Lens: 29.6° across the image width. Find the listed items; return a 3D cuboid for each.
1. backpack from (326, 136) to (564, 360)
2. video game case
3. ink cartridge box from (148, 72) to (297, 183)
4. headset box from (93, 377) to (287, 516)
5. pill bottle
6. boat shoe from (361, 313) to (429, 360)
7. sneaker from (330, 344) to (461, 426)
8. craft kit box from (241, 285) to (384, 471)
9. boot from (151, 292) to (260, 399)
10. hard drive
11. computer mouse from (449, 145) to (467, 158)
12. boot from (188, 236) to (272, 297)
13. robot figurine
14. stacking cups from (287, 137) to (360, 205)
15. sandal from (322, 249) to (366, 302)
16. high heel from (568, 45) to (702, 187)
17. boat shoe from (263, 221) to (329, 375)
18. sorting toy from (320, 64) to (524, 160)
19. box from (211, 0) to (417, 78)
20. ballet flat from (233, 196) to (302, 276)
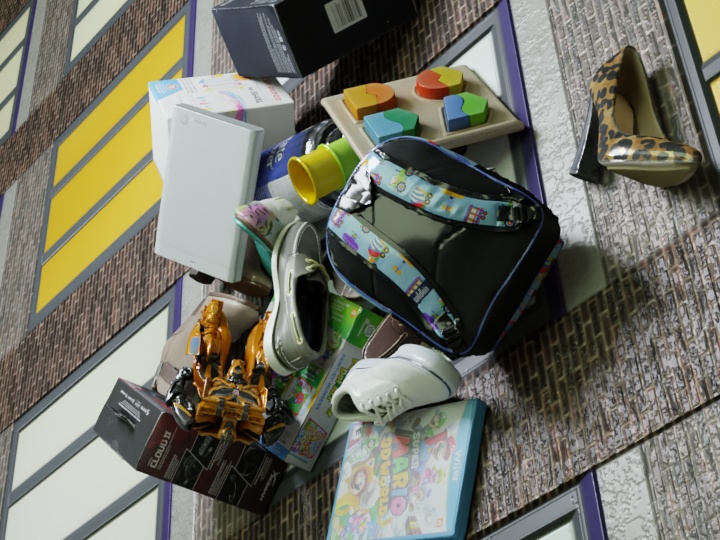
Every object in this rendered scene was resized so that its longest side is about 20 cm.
[{"bbox_3d":[0.076,-0.029,1.355,0.200,0.134,0.183,32,97,21],"label":"backpack"},{"bbox_3d":[0.044,0.213,1.403,0.200,0.018,0.144,-18,52,48],"label":"video game case"},{"bbox_3d":[-0.176,-0.189,1.858,0.129,0.199,0.126,-124,29,-54],"label":"ink cartridge box"},{"bbox_3d":[-0.208,0.202,1.598,0.149,0.200,0.077,21,84,59],"label":"headset box"},{"bbox_3d":[-0.050,-0.123,1.705,0.200,0.112,0.112,-21,50,47],"label":"pill bottle"},{"bbox_3d":[0.058,0.031,1.470,0.200,0.072,0.072,-46,35,24],"label":"boat shoe"},{"bbox_3d":[0.035,0.129,1.412,0.071,0.073,0.200,-54,13,-25],"label":"sneaker"},{"bbox_3d":[-0.075,0.115,1.626,0.200,0.048,0.198,23,88,58],"label":"craft kit box"},{"bbox_3d":[-0.204,0.106,1.769,0.147,0.070,0.200,-63,18,-14],"label":"boot"},{"bbox_3d":[-0.195,-0.099,1.741,0.132,0.026,0.201,20,110,27],"label":"hard drive"},{"bbox_3d":[0.038,-0.099,1.570,0.200,0.044,0.110,-34,19,20],"label":"computer mouse"},{"bbox_3d":[-0.155,-0.045,1.843,0.200,0.070,0.147,10,66,48],"label":"boot"},{"bbox_3d":[-0.144,0.119,1.552,0.200,0.144,0.058,-92,16,-54],"label":"robot figurine"},{"bbox_3d":[0.015,-0.141,1.584,0.200,0.061,0.060,-26,23,-23],"label":"stacking cups"},{"bbox_3d":[0.000,0.000,1.603,0.082,0.054,0.200,-58,17,-5],"label":"sandal"},{"bbox_3d":[0.274,-0.155,1.301,0.200,0.071,0.143,11,82,66],"label":"high heel"},{"bbox_3d":[-0.065,0.025,1.577,0.060,0.072,0.202,-21,48,33],"label":"boat shoe"},{"bbox_3d":[0.066,-0.184,1.551,0.200,0.184,0.037,-124,22,-57],"label":"sorting toy"},{"bbox_3d":[-0.062,-0.343,1.811,0.200,0.104,0.182,-32,24,-23],"label":"box"},{"bbox_3d":[-0.104,-0.047,1.676,0.071,0.200,0.069,-44,69,-7],"label":"ballet flat"}]
